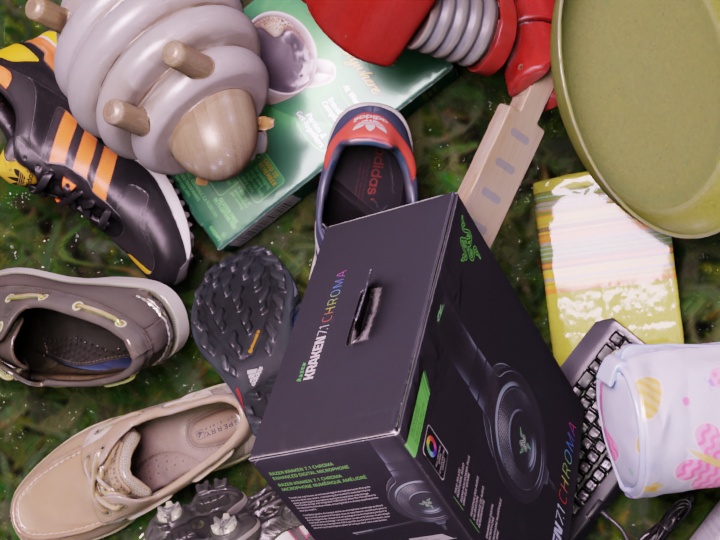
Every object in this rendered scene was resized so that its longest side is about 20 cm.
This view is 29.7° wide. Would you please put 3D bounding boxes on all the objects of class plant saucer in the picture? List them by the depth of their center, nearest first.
[{"bbox_3d":[0.178,-0.118,0.812,0.031,0.198,0.203,-8,83,52],"label":"plant saucer"}]

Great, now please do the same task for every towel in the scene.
[{"bbox_3d":[0.163,0.036,0.869,0.085,0.018,0.203,-7,86,16],"label":"towel"}]

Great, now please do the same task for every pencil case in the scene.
[{"bbox_3d":[0.238,0.075,0.790,0.197,0.083,0.092,-10,116,-6],"label":"pencil case"}]

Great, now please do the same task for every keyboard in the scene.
[{"bbox_3d":[0.141,0.144,0.852,0.127,0.021,0.201,38,99,14],"label":"keyboard"}]

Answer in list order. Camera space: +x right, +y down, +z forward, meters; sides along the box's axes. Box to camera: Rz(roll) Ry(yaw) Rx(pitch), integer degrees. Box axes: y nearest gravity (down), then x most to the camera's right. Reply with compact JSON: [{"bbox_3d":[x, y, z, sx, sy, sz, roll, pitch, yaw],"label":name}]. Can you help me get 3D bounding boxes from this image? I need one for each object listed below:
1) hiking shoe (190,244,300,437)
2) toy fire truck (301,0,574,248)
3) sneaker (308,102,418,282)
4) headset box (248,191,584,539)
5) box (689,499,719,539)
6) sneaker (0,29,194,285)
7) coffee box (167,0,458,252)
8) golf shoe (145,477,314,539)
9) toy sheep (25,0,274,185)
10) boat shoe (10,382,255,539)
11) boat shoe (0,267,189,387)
[{"bbox_3d":[-0.053,0.068,0.857,0.074,0.087,0.201,-25,43,0],"label":"hiking shoe"},{"bbox_3d":[0.050,-0.130,0.797,0.174,0.129,0.202,12,49,-26],"label":"toy fire truck"},{"bbox_3d":[0.000,0.000,0.848,0.074,0.085,0.203,-1,104,2],"label":"sneaker"},{"bbox_3d":[0.038,0.083,0.756,0.092,0.175,0.201,-13,128,29],"label":"headset box"},{"bbox_3d":[0.224,0.252,0.795,0.152,0.106,0.201,39,94,10],"label":"box"},{"bbox_3d":[-0.191,-0.063,0.895,0.089,0.070,0.201,-26,75,-33],"label":"sneaker"},{"bbox_3d":[-0.046,-0.118,0.903,0.199,0.044,0.124,-38,81,7],"label":"coffee box"},{"bbox_3d":[-0.037,0.167,0.879,0.197,0.077,0.089,-18,119,-2],"label":"golf shoe"},{"bbox_3d":[-0.128,-0.134,0.832,0.137,0.138,0.201,-37,70,6],"label":"toy sheep"},{"bbox_3d":[-0.153,0.129,0.897,0.198,0.065,0.073,-24,82,10],"label":"boat shoe"},{"bbox_3d":[-0.211,0.041,0.896,0.199,0.060,0.073,-2,110,25],"label":"boat shoe"}]
